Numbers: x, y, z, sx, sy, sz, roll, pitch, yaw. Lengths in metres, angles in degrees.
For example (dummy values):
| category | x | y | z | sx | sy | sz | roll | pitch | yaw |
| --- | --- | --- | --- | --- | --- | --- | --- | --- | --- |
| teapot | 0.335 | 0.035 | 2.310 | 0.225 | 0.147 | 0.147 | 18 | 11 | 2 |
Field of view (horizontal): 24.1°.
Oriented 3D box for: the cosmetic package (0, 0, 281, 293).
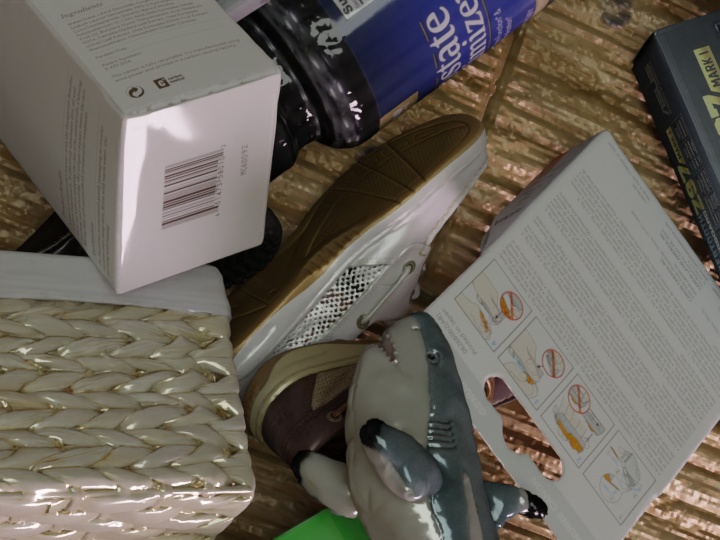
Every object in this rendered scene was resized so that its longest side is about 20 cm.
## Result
| category | x | y | z | sx | sy | sz | roll | pitch | yaw |
| --- | --- | --- | --- | --- | --- | --- | --- | --- | --- |
| cosmetic package | -0.127 | -0.099 | 0.799 | 0.084 | 0.108 | 0.200 | -19 | 51 | -28 |

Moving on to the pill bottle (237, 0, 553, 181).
| category | x | y | z | sx | sy | sz | roll | pitch | yaw |
| --- | --- | --- | --- | --- | --- | --- | --- | --- | --- |
| pill bottle | 0.002 | -0.136 | 0.885 | 0.199 | 0.112 | 0.112 | -37 | 96 | -11 |

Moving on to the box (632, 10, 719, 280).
| category | x | y | z | sx | sy | sz | roll | pitch | yaw |
| --- | --- | --- | --- | --- | --- | --- | --- | --- | --- |
| box | 0.262 | -0.060 | 0.948 | 0.156 | 0.051 | 0.202 | -18 | 76 | -13 |

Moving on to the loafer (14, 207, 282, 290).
| category | x | y | z | sx | sy | sz | roll | pitch | yaw |
| --- | --- | --- | --- | --- | --- | --- | --- | --- | --- |
| loafer | -0.141 | -0.003 | 0.877 | 0.198 | 0.073 | 0.072 | -21 | 68 | -13 |

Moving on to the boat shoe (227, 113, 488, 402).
| category | x | y | z | sx | sy | sz | roll | pitch | yaw |
| --- | --- | --- | --- | --- | --- | --- | --- | --- | --- |
| boat shoe | 0.000 | 0.000 | 0.906 | 0.200 | 0.071 | 0.069 | -43 | 117 | -5 |

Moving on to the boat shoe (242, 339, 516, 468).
| category | x | y | z | sx | sy | sz | roll | pitch | yaw |
| --- | --- | --- | --- | --- | --- | --- | --- | --- | --- |
| boat shoe | 0.038 | 0.066 | 0.880 | 0.198 | 0.072 | 0.073 | -9 | 124 | -33 |

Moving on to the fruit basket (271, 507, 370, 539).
| category | x | y | z | sx | sy | sz | roll | pitch | yaw |
| --- | --- | --- | --- | --- | --- | --- | --- | --- | --- |
| fruit basket | -0.002 | 0.234 | 0.863 | 0.213 | 0.156 | 0.218 | 1 | 72 | -4 |

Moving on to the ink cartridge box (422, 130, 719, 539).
| category | x | y | z | sx | sy | sz | roll | pitch | yaw |
| --- | --- | --- | --- | --- | --- | --- | --- | --- | --- |
| ink cartridge box | 0.116 | 0.044 | 0.898 | 0.200 | 0.050 | 0.163 | -42 | 98 | -35 |

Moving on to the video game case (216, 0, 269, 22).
| category | x | y | z | sx | sy | sz | roll | pitch | yaw |
| --- | --- | --- | --- | --- | --- | --- | --- | --- | --- |
| video game case | -0.056 | -0.241 | 0.820 | 0.181 | 0.023 | 0.202 | -30 | 80 | 15 |

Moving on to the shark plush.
| category | x | y | z | sx | sy | sz | roll | pitch | yaw |
| --- | --- | --- | --- | --- | --- | --- | --- | --- | --- |
| shark plush | 0.057 | 0.119 | 0.781 | 0.083 | 0.091 | 0.201 | -33 | 79 | -31 |

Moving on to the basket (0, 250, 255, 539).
| category | x | y | z | sx | sy | sz | roll | pitch | yaw |
| --- | --- | --- | --- | --- | --- | --- | --- | --- | --- |
| basket | -0.160 | 0.078 | 0.783 | 0.198 | 0.136 | 0.124 | 3 | 55 | -36 |
